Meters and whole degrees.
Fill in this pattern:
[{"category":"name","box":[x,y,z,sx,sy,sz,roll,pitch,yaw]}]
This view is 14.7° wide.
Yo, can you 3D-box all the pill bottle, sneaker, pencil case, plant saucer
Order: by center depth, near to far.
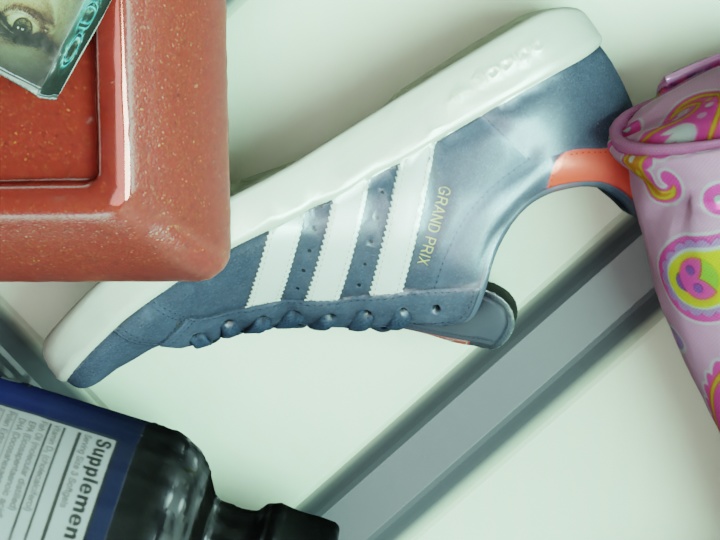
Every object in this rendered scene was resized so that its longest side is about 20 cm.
[{"category":"plant saucer","box":[-0.140,-0.095,0.822,0.200,0.037,0.200,0,93,13]},{"category":"pencil case","box":[0.141,0.031,0.847,0.087,0.087,0.200,-20,111,6]},{"category":"sneaker","box":[0.000,0.000,0.862,0.200,0.075,0.085,-30,95,7]},{"category":"pill bottle","box":[-0.113,0.090,0.866,0.200,0.112,0.112,17,102,-2]}]

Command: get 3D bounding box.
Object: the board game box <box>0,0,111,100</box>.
[{"category":"board game box","box":[-0.143,-0.152,0.786,0.200,0.028,0.135,27,98,9]}]
